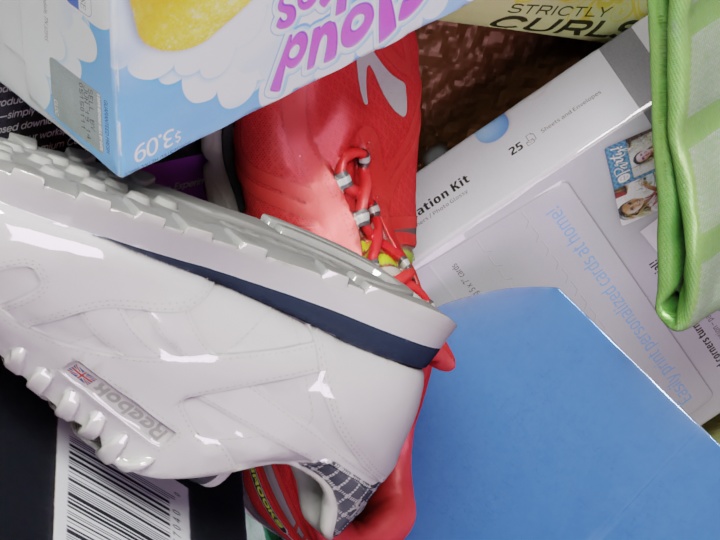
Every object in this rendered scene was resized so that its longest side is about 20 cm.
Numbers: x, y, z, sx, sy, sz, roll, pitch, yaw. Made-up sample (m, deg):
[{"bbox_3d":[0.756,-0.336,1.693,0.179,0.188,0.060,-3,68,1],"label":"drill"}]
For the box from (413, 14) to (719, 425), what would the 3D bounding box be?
[{"bbox_3d":[0.089,0.001,1.005,0.199,0.041,0.156,-35,134,5],"label":"box"}]

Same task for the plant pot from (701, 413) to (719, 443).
[{"bbox_3d":[0.170,0.150,1.067,0.199,0.184,0.202,-15,126,-21],"label":"plant pot"}]

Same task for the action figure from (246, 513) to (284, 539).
[{"bbox_3d":[-0.075,0.064,0.976,0.117,0.055,0.201,-18,119,-14],"label":"action figure"}]

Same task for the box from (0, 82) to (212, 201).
[{"bbox_3d":[-0.080,-0.091,0.835,0.142,0.036,0.201,-15,133,-43],"label":"box"}]

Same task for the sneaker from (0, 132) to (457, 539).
[{"bbox_3d":[-0.069,0.014,0.795,0.199,0.076,0.081,21,100,-22],"label":"sneaker"}]

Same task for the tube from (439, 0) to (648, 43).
[{"bbox_3d":[0.058,-0.106,0.939,0.199,0.058,0.052,2,83,-34],"label":"tube"}]

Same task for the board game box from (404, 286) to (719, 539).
[{"bbox_3d":[0.071,0.103,0.964,0.158,0.200,0.039,-50,169,23],"label":"board game box"}]

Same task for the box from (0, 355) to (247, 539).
[{"bbox_3d":[-0.129,0.136,0.846,0.104,0.148,0.200,32,114,-23],"label":"box"}]

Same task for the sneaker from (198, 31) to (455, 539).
[{"bbox_3d":[0.000,0.000,0.889,0.077,0.085,0.201,-14,118,-29],"label":"sneaker"}]

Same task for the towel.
[{"bbox_3d":[0.171,-0.078,0.941,0.199,0.031,0.150,-28,125,-34],"label":"towel"}]

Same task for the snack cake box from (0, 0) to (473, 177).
[{"bbox_3d":[-0.010,-0.123,0.797,0.199,0.067,0.116,-29,138,-30],"label":"snack cake box"}]
